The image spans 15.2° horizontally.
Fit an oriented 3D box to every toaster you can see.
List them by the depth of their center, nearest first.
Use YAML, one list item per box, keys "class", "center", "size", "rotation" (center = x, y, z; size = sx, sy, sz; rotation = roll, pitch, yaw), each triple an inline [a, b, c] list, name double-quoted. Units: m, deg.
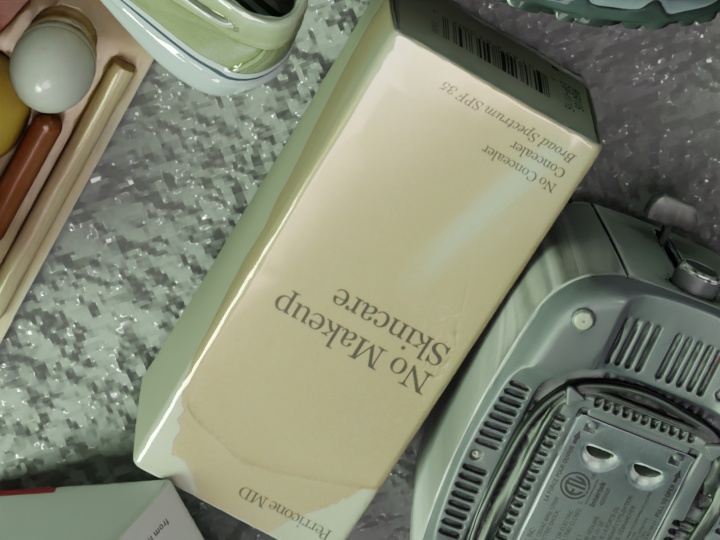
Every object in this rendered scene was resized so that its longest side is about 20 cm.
- class: "toaster"
  center: [0.084, 0.071, 1.027]
  size: [0.113, 0.129, 0.201]
  rotation: [20, 111, -8]

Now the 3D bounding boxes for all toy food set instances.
- class: "toy food set"
  center: [-0.171, -0.049, 1.012]
  size: [0.143, 0.060, 0.201]
  rotation: [27, 110, -11]

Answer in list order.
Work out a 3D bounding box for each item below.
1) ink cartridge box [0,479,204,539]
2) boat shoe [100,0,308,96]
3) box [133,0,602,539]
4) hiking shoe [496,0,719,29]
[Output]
- class: "ink cartridge box"
  center: [-0.097, 0.188, 1.067]
  size: [0.146, 0.083, 0.201]
  rotation: [-7, 120, 43]
- class: "boat shoe"
  center: [-0.096, -0.145, 0.950]
  size: [0.200, 0.072, 0.062]
  rotation: [39, 150, -6]
- class: "box"
  center: [0.000, 0.000, 1.024]
  size: [0.094, 0.078, 0.201]
  rotation: [27, 110, -11]
- class: "hiking shoe"
  center: [0.051, -0.145, 0.966]
  size: [0.199, 0.074, 0.087]
  rotation: [15, 105, -12]
